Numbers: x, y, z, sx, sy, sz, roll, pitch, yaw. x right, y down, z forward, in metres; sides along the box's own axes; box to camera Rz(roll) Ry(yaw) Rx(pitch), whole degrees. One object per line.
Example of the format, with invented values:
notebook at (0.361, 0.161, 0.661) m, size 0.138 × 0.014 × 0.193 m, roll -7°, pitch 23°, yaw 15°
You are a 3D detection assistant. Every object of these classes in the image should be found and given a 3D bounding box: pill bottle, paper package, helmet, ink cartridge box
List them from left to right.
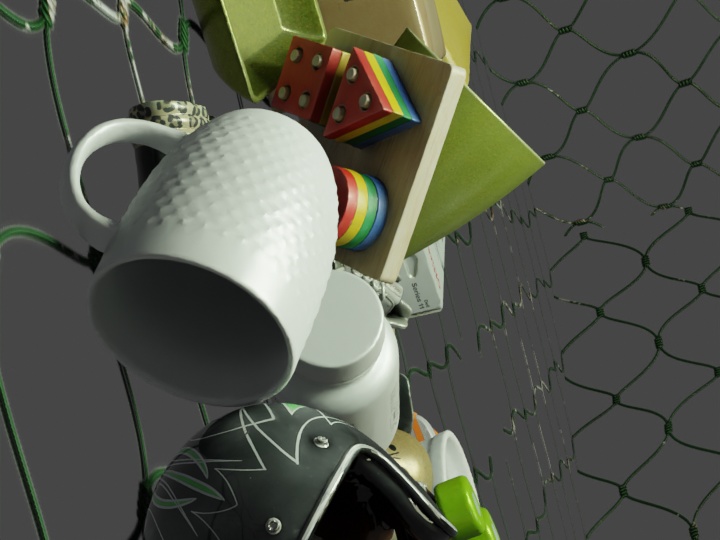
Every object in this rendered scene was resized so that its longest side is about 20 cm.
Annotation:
helmet at (-0.052, 0.181, 1.169) m, size 0.190 × 0.200 × 0.201 m, roll 35°, pitch 33°, yaw -26°
pill bottle at (-0.023, 0.085, 1.499) m, size 0.200 × 0.113 × 0.115 m, roll 87°, pitch -4°, yaw -62°
paper package at (-0.025, -0.285, 1.816) m, size 0.104 × 0.189 × 0.202 m, roll -53°, pitch 128°, yaw -71°
ink cartridge box at (0.040, -0.055, 2.004) m, size 0.201 × 0.082 × 0.148 m, roll -84°, pitch 158°, yaw -60°

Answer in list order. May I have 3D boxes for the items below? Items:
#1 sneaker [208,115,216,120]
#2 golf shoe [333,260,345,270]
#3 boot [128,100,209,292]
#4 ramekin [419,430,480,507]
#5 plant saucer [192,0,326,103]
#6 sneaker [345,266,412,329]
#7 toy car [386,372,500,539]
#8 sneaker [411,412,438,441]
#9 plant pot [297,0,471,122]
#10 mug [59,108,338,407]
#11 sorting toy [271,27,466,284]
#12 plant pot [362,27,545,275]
sneaker at (-0.107, -0.095, 1.515) m, size 0.088 × 0.075 × 0.200 m, roll 56°, pitch 0°, yaw 2°
golf shoe at (-0.053, 0.032, 1.631) m, size 0.200 × 0.076 × 0.089 m, roll 2°, pitch 86°, yaw -75°
boot at (-0.120, -0.045, 1.366) m, size 0.203 × 0.073 × 0.155 m, roll 11°, pitch 71°, yaw -73°
ramekin at (0.071, 0.280, 1.885) m, size 0.200 × 0.097 × 0.202 m, roll -13°, pitch 90°, yaw -79°
plant saucer at (-0.112, -0.278, 1.672) m, size 0.200 × 0.047 × 0.201 m, roll -49°, pitch 127°, yaw -59°
sneaker at (0.000, 0.000, 1.842) m, size 0.075 × 0.086 × 0.200 m, roll -67°, pitch 153°, yaw -18°
toy car at (0.019, 0.192, 1.615) m, size 0.158 × 0.163 × 0.201 m, roll 59°, pitch 12°, yaw -57°
sneaker at (0.093, 0.259, 2.046) m, size 0.112 × 0.077 × 0.202 m, roll 19°, pitch 55°, yaw -76°
plant pot at (-0.002, -0.291, 1.961) m, size 0.195 × 0.194 × 0.201 m, roll -82°, pitch 149°, yaw -61°
mug at (-0.111, -0.032, 1.203) m, size 0.148 × 0.199 × 0.176 m, roll -55°, pitch -169°, yaw 49°
sorting toy at (-0.018, -0.115, 1.603) m, size 0.069 × 0.198 × 0.202 m, roll 15°, pitch 97°, yaw -38°
plant pot at (0.044, -0.097, 1.699) m, size 0.187 × 0.200 × 0.187 m, roll 43°, pitch 6°, yaw -6°
